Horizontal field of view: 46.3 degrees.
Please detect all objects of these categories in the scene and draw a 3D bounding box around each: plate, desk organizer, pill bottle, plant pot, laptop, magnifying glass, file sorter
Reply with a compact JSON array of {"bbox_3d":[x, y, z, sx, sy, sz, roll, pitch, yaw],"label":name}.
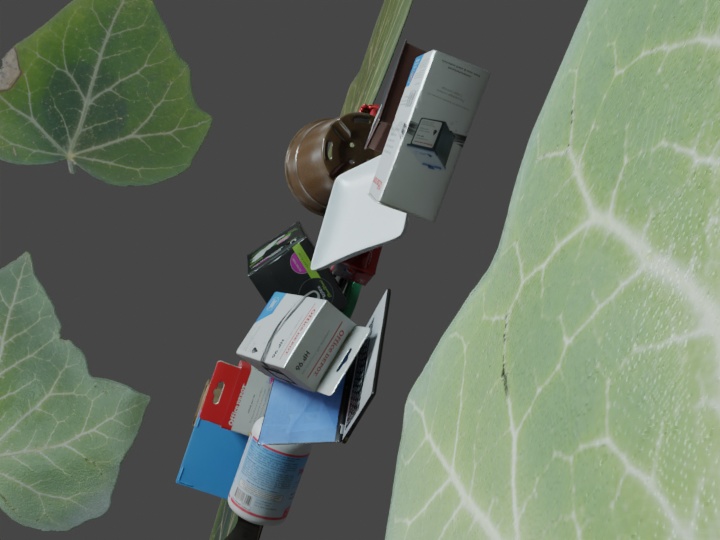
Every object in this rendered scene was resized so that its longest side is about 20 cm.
[{"bbox_3d":[0.017,-0.098,1.327,0.199,0.032,0.201,-20,44,40],"label":"plate"},{"bbox_3d":[0.075,-0.275,1.373,0.072,0.076,0.202,121,169,-53],"label":"desk organizer"},{"bbox_3d":[-0.147,0.322,1.440,0.109,0.108,0.202,-118,48,-79],"label":"pill bottle"},{"bbox_3d":[-0.027,-0.209,1.616,0.198,0.198,0.203,-3,68,72],"label":"plant pot"},{"bbox_3d":[-0.051,0.138,1.201,0.201,0.115,0.189,117,168,-45],"label":"laptop"},{"bbox_3d":[0.000,0.000,1.508,0.080,0.022,0.202,-112,39,-77],"label":"magnifying glass"},{"bbox_3d":[-0.232,0.359,1.620,0.123,0.198,0.140,161,128,-84],"label":"file sorter"}]

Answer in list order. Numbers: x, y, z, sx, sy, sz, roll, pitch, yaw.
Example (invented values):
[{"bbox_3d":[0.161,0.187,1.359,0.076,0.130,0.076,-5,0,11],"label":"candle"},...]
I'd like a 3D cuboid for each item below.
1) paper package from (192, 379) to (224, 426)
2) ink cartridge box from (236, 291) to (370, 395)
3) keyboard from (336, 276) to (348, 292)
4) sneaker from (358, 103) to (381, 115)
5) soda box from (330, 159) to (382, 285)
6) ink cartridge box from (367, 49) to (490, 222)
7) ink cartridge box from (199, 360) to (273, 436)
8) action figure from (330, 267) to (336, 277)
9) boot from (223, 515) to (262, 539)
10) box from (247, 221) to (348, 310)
[{"bbox_3d":[-0.300,0.353,2.064,0.191,0.198,0.105,159,130,-80],"label":"paper package"},{"bbox_3d":[-0.085,0.101,1.213,0.199,0.068,0.117,5,59,56],"label":"ink cartridge box"},{"bbox_3d":[-0.033,0.018,1.677,0.128,0.020,0.201,-73,5,-52],"label":"keyboard"},{"bbox_3d":[0.037,-0.318,1.732,0.200,0.084,0.078,-111,42,-77],"label":"sneaker"},{"bbox_3d":[0.011,-0.082,1.435,0.063,0.069,0.202,130,158,-67],"label":"soda box"},{"bbox_3d":[0.085,-0.177,1.114,0.147,0.085,0.202,-114,43,-78],"label":"ink cartridge box"},{"bbox_3d":[-0.180,0.239,1.525,0.067,0.198,0.118,-149,79,-81],"label":"ink cartridge box"},{"bbox_3d":[-0.073,0.000,1.760,0.201,0.069,0.130,-60,-10,12],"label":"action figure"},{"bbox_3d":[-0.233,0.541,1.720,0.075,0.073,0.202,8,-74,-80],"label":"boot"},{"bbox_3d":[-0.117,0.015,1.529,0.124,0.149,0.200,-33,13,0],"label":"box"}]
